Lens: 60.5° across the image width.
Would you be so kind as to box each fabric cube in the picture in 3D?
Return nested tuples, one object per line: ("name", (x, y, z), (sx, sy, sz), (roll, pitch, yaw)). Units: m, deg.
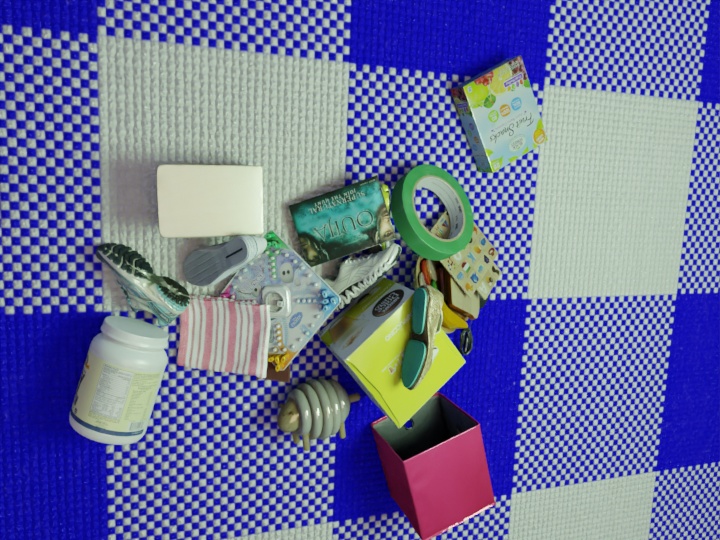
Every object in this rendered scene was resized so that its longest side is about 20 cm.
("fabric cube", (0.161, 0.431, 1.392), (0.192, 0.199, 0.205), (-21, 107, -16))

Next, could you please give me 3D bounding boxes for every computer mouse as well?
("computer mouse", (0.263, 0.102, 1.469), (0.057, 0.034, 0.206), (6, 102, -37))

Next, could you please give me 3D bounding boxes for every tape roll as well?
("tape roll", (0.156, -0.125, 1.329), (0.196, 0.048, 0.206), (13, 65, -30))

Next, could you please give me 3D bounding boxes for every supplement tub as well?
("supplement tub", (-0.448, 0.203, 1.159), (0.142, 0.145, 0.205), (17, 92, -21))

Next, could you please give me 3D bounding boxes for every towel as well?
("towel", (-0.273, 0.131, 1.223), (0.194, 0.030, 0.151), (6, 99, 14))

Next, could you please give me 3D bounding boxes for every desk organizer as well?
("desk organizer", (-0.166, 0.121, 1.273), (0.075, 0.072, 0.206), (5, 99, 16))

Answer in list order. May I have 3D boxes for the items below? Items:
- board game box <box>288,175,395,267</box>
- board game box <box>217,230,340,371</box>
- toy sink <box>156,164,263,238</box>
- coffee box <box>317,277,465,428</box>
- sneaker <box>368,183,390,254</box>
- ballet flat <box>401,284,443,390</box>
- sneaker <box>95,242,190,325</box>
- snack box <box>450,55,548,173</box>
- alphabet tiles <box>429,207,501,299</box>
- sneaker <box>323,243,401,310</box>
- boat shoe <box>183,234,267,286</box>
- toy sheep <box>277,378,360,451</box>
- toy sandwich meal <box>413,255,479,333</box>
("board game box", (-0.037, -0.100, 1.284), (0.195, 0.028, 0.139), (-18, 98, 4))
("board game box", (-0.169, 0.062, 1.216), (0.200, 0.026, 0.201), (43, 106, 6))
("toy sink", (-0.292, -0.135, 1.181), (0.195, 0.112, 0.135), (-5, 100, -24))
("coffee box", (0.062, 0.165, 1.312), (0.199, 0.197, 0.201), (-41, 110, -9))
("sneaker", (0.023, -0.084, 1.335), (0.078, 0.074, 0.206), (-1, 98, -3))
("ballet flat", (0.127, 0.131, 1.193), (0.064, 0.070, 0.206), (5, 98, -34))
("sneaker", (-0.428, 0.032, 1.178), (0.199, 0.078, 0.087), (40, 108, -10))
("snack box", (0.314, -0.349, 1.392), (0.166, 0.067, 0.204), (-30, 109, -14))
("alphabet tiles", (0.239, -0.040, 1.391), (0.201, 0.006, 0.167), (49, 50, -10))
("sneaker", (0.000, 0.000, 1.296), (0.199, 0.075, 0.082), (-38, 86, 22))
("boat shoe", (-0.260, -0.017, 1.197), (0.066, 0.196, 0.076), (-14, 89, -56))
("toy sheep", (-0.087, 0.298, 1.319), (0.196, 0.137, 0.142), (-11, 103, -33))
("toy sandwich meal", (0.191, 0.044, 1.361), (0.204, 0.069, 0.210), (33, 47, -44))
